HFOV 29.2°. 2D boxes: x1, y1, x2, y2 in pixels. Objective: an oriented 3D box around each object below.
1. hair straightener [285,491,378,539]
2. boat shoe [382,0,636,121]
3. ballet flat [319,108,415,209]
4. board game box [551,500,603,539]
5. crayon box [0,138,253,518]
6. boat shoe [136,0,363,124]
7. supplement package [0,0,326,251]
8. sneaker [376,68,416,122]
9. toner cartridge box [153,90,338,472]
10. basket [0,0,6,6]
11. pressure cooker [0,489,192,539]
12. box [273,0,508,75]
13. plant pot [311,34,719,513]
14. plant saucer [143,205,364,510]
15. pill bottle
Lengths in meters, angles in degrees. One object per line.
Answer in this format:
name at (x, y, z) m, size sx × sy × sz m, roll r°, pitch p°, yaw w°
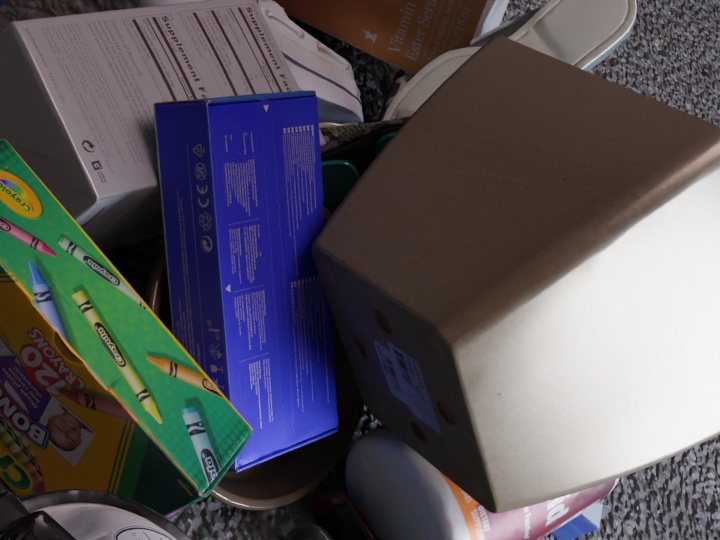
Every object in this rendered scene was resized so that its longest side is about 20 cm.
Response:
hair straightener at (0.014, 0.239, 0.851) m, size 0.077 × 0.041 × 0.201 m, roll -37°, pitch 99°, yaw -50°
boat shoe at (0.106, -0.138, 0.978) m, size 0.073 × 0.199 × 0.062 m, roll 57°, pitch 10°, yaw 1°
ballet flat at (0.010, -0.080, 0.939) m, size 0.072 × 0.198 × 0.073 m, roll -6°, pitch 90°, yaw -78°
board game box at (0.114, 0.068, 1.052) m, size 0.199 × 0.043 × 0.201 m, roll 40°, pitch 43°, yaw -20°
crayon box at (-0.164, 0.046, 0.717) m, size 0.200 × 0.118 × 0.058 m, roll 50°, pitch 40°, yaw -9°
boat shoe at (-0.075, -0.165, 0.981) m, size 0.201 × 0.074 × 0.087 m, roll 22°, pitch 52°, yaw -39°
supplement package at (-0.137, -0.084, 0.833) m, size 0.199 × 0.113 × 0.110 m, roll -21°, pitch 82°, yaw -51°
sneaker at (0.059, -0.072, 1.034) m, size 0.115 × 0.076 × 0.201 m, roll 20°, pitch 57°, yaw 0°
toner cartridge box at (-0.062, 0.003, 0.782) m, size 0.095 × 0.043 × 0.202 m, roll -14°, pitch 103°, yaw -53°
basket at (-0.162, -0.261, 0.873) m, size 0.139 × 0.176 × 0.201 m, roll 45°, pitch 30°, yaw -21°
pressure cooker at (-0.139, 0.191, 0.587) m, size 0.175 × 0.199 × 0.180 m, roll 20°, pitch 52°, yaw -36°
box at (0.020, -0.254, 1.020) m, size 0.199 × 0.153 × 0.107 m, roll 26°, pitch 42°, yaw 7°
plant pot at (0.089, 0.015, 0.796) m, size 0.176 × 0.200 × 0.201 m, roll -32°, pitch 128°, yaw -19°
plant saucer at (-0.064, 0.044, 0.846) m, size 0.199 × 0.029 × 0.202 m, roll 3°, pitch 86°, yaw -51°
pill bottle at (0.099, 0.119, 0.904) m, size 0.199 × 0.114 × 0.115 m, roll -25°, pitch 84°, yaw -30°
